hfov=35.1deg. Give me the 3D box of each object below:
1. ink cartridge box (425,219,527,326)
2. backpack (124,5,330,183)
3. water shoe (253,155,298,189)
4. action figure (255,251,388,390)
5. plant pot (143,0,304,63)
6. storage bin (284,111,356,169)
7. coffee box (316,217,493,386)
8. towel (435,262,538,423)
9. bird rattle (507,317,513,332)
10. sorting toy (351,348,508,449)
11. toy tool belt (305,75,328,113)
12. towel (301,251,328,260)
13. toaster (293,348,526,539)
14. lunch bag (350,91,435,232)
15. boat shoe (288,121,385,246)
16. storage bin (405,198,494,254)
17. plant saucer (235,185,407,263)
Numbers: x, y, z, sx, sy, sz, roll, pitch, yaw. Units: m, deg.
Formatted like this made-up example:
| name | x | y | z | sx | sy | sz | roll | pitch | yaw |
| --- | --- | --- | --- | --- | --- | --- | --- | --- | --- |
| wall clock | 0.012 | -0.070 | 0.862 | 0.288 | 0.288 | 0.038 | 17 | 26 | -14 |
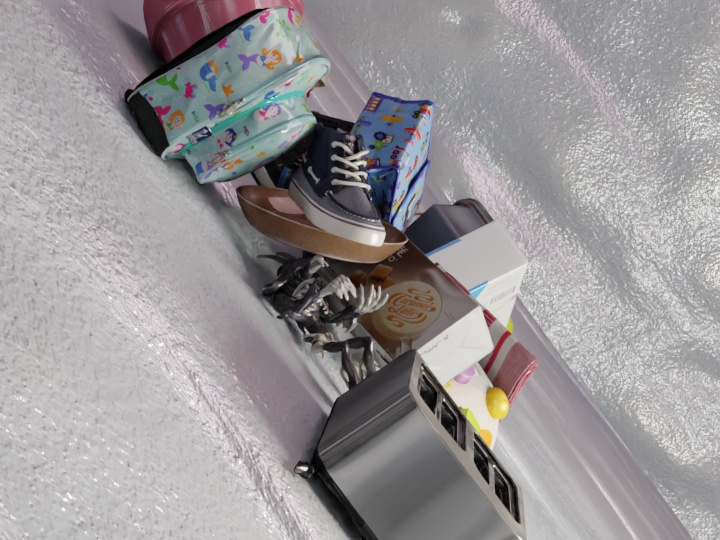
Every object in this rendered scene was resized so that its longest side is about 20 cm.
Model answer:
| name | x | y | z | sx | sy | sz | roll | pitch | yaw |
| --- | --- | --- | --- | --- | --- | --- | --- | --- | --- |
| ink cartridge box | 0.143 | 0.036 | 1.609 | 0.085 | 0.144 | 0.200 | 57 | -17 | 25 |
| backpack | -0.126 | -0.189 | 1.217 | 0.151 | 0.200 | 0.178 | 53 | 10 | 1 |
| water shoe | -0.072 | -0.103 | 1.497 | 0.201 | 0.079 | 0.071 | 56 | 11 | 12 |
| action figure | -0.026 | 0.046 | 1.187 | 0.201 | 0.102 | 0.119 | 58 | 23 | 13 |
| plant pot | -0.156 | -0.266 | 1.409 | 0.200 | 0.199 | 0.180 | 31 | 40 | -63 |
| storage bin | -0.032 | -0.166 | 1.659 | 0.134 | 0.094 | 0.200 | 17 | 2 | 15 |
| coffee box | 0.045 | 0.043 | 1.300 | 0.200 | 0.114 | 0.080 | 47 | -14 | 45 |
| towel | 0.124 | 0.105 | 1.451 | 0.023 | 0.145 | 0.200 | -2 | 39 | -47 |
| bird rattle | 0.176 | 0.127 | 1.884 | 0.163 | 0.113 | 0.200 | 42 | 24 | 1 |
| sorting toy | 0.071 | 0.147 | 1.358 | 0.179 | 0.107 | 0.201 | 0 | 52 | -53 |
| toy tool belt | -0.122 | -0.256 | 1.735 | 0.200 | 0.124 | 0.124 | 2 | 91 | -72 |
| towel | 0.000 | 0.000 | 1.439 | 0.048 | 0.112 | 0.200 | 13 | -20 | 37 |
| toaster | 0.051 | 0.185 | 1.029 | 0.181 | 0.118 | 0.200 | 52 | 11 | -4 |
| lunch bag | 0.038 | -0.112 | 1.542 | 0.201 | 0.093 | 0.151 | 84 | 24 | -44 |
| boat shoe | -0.019 | -0.097 | 1.210 | 0.074 | 0.093 | 0.200 | 11 | 15 | -29 |
| storage bin | 0.100 | -0.024 | 1.711 | 0.146 | 0.200 | 0.134 | 57 | 21 | 20 |
| plant saucer | -0.046 | -0.049 | 1.269 | 0.199 | 0.035 | 0.200 | 16 | 13 | -4 |
